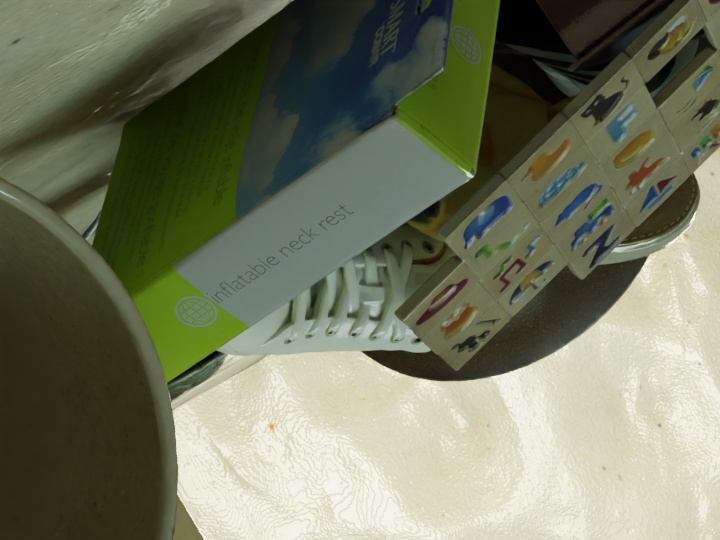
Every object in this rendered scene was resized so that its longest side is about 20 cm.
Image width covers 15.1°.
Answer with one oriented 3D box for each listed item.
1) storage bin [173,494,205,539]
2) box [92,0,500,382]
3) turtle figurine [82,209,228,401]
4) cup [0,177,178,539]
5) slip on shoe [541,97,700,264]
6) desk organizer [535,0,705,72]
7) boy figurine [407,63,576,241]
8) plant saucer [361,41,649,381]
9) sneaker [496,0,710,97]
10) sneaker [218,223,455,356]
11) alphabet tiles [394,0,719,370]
[{"bbox_3d":[-0.146,0.081,1.057,0.094,0.200,0.199,-31,177,-18],"label":"storage bin"},{"bbox_3d":[-0.020,-0.051,1.014,0.200,0.048,0.122,-33,-148,34],"label":"box"},{"bbox_3d":[-0.110,0.019,1.210,0.200,0.101,0.150,-23,-169,36],"label":"turtle figurine"},{"bbox_3d":[-0.172,0.054,0.772,0.200,0.200,0.143,-29,-157,-23],"label":"cup"},{"bbox_3d":[0.065,-0.058,1.252,0.061,0.200,0.076,114,-11,-53],"label":"slip on shoe"},{"bbox_3d":[0.134,-0.144,1.144,0.072,0.077,0.200,-37,172,29],"label":"desk organizer"},{"bbox_3d":[0.047,-0.046,1.156,0.200,0.124,0.064,7,150,-34],"label":"boy figurine"},{"bbox_3d":[0.059,-0.041,1.368,0.200,0.200,0.032,-31,141,13],"label":"plant saucer"},{"bbox_3d":[0.098,-0.127,1.267,0.076,0.115,0.201,-56,-154,5],"label":"sneaker"},{"bbox_3d":[0.000,0.000,1.160,0.085,0.073,0.200,12,-169,26],"label":"sneaker"},{"bbox_3d":[0.098,-0.040,1.109,0.200,0.008,0.167,-44,160,1],"label":"alphabet tiles"}]
